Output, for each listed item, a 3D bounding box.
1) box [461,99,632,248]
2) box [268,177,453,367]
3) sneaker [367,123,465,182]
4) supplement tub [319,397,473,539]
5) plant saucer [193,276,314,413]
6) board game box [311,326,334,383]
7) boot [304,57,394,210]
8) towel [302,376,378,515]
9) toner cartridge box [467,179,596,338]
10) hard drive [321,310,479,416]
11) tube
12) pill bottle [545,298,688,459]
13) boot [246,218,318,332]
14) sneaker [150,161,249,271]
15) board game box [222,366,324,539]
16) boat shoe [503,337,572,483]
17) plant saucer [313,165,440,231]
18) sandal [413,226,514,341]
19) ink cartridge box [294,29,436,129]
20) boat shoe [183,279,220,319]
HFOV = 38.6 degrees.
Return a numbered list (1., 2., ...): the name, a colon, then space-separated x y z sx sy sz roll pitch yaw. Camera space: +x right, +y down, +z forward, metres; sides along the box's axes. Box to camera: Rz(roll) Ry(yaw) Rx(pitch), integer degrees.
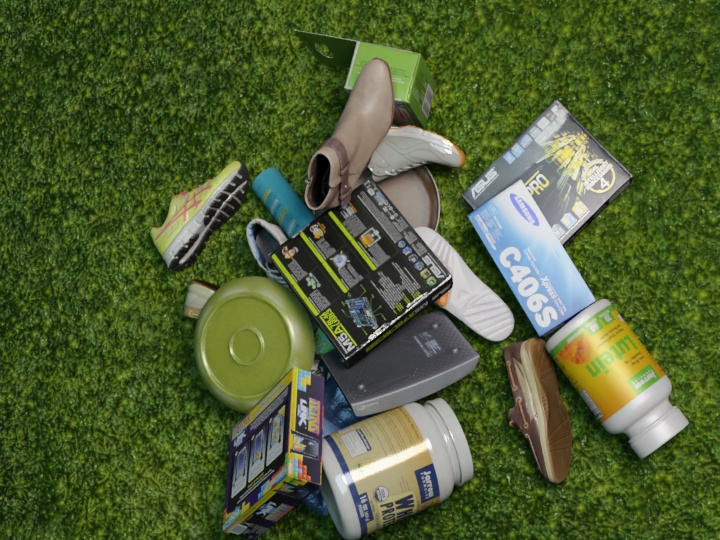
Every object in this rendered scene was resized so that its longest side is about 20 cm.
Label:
1. box: 0.272 -0.120 1.502 0.200 0.049 0.162 -44 74 5
2. box: 0.000 0.000 1.459 0.192 0.048 0.201 -38 69 -5
3. sneaker: 0.059 -0.169 1.524 0.197 0.075 0.094 18 93 23
4. supplement tub: 0.043 0.270 1.423 0.197 0.145 0.147 -20 76 -13
5. plant saucer: -0.163 0.111 1.508 0.196 0.031 0.205 0 89 17
6. board game box: -0.051 0.152 1.532 0.104 0.023 0.201 39 91 -3
7. boot: -0.019 -0.180 1.421 0.069 0.146 0.203 22 123 19
8. towel: -0.042 0.248 1.503 0.111 0.049 0.202 34 91 -3
9. toner cartridge box: 0.241 -0.016 1.451 0.094 0.043 0.202 -32 77 8
10. hard drive: 0.056 0.133 1.458 0.197 0.043 0.135 -19 36 -15
11. tube: -0.092 -0.070 1.565 0.050 0.078 0.201 -22 62 -33
12. pill bottle: 0.354 0.150 1.408 0.110 0.111 0.201 -37 75 5
13. boot: -0.112 0.014 1.545 0.073 0.096 0.202 -35 77 5
14. sneaker: -0.257 -0.102 1.610 0.090 0.078 0.200 42 90 22
15. board game box: -0.121 0.258 1.433 0.056 0.200 0.168 22 47 -23
16. boat shoe: 0.245 0.200 1.457 0.071 0.071 0.204 -15 88 41
17. plant saucer: 0.026 -0.089 1.564 0.196 0.032 0.205 -2 81 12
18. sandal: 0.136 0.027 1.507 0.207 0.059 0.079 45 86 3
19. ink cartridge box: 0.002 -0.285 1.541 0.196 0.148 0.077 14 85 16
20. boat shoe: -0.184 0.081 1.570 0.197 0.074 0.067 25 96 21
